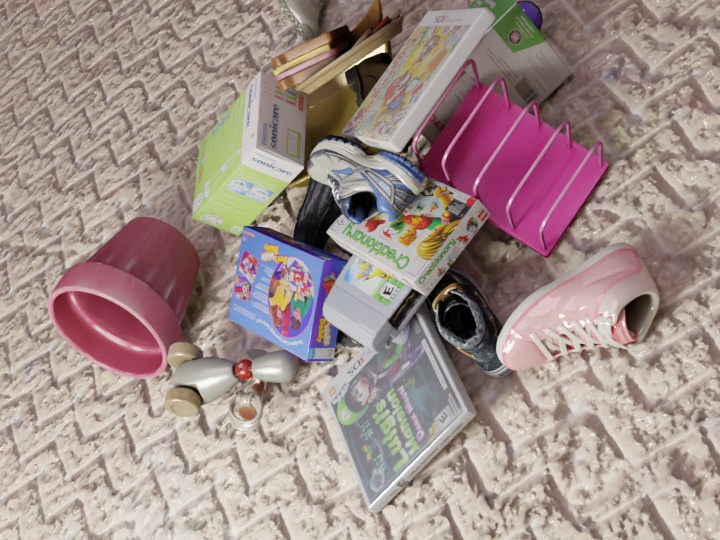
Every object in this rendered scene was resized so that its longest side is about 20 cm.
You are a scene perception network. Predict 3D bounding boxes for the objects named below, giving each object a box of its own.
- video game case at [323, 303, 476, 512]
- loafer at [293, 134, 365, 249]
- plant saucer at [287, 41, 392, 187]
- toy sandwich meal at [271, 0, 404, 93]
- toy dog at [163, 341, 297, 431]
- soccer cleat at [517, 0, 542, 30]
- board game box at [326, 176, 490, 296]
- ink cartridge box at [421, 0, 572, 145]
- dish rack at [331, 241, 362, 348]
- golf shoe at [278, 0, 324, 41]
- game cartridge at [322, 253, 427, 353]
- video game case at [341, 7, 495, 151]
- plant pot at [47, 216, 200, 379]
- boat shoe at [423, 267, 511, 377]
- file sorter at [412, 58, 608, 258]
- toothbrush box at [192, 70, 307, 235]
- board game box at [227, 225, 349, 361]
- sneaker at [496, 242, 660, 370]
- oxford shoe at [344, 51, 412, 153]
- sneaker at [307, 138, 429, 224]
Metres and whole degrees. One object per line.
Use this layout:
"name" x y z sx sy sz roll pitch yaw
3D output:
"video game case" 0.042 0.159 1.566 0.182 0.023 0.201 -48 41 21
"loafer" -0.045 -0.086 1.788 0.070 0.068 0.203 16 91 12
"plant saucer" -0.021 -0.225 1.894 0.198 0.048 0.202 -25 48 25
"toy sandwich meal" -0.031 -0.319 1.822 0.204 0.071 0.205 -33 8 5
"toy dog" -0.175 0.156 1.750 0.198 0.096 0.133 13 67 29
"soccer cleat" 0.161 -0.293 1.754 0.199 0.069 0.073 -33 1 23
"board game box" 0.056 -0.057 1.585 0.127 0.035 0.199 -52 38 -7
"ink cartridge box" 0.154 -0.247 1.686 0.200 0.146 0.085 -43 38 7
"dish rack" 0.000 0.000 1.716 0.153 0.054 0.201 30 83 48
"golf shoe" -0.085 -0.455 2.092 0.096 0.078 0.201 -28 48 14
"game cartridge" 0.042 -0.001 1.605 0.201 0.040 0.133 -52 35 -7
"video game case" 0.067 -0.238 1.591 0.201 0.023 0.182 -55 21 -4
"plant pot" -0.330 0.029 1.892 0.198 0.201 0.180 -6 42 37
"boat shoe" 0.116 0.042 1.559 0.071 0.091 0.200 -45 42 5
"file sorter" 0.178 -0.139 1.545 0.199 0.125 0.140 34 85 16
"toothbrush box" -0.164 -0.170 1.901 0.200 0.085 0.147 -43 37 45
"board game box" -0.100 0.028 1.737 0.199 0.044 0.136 23 106 50
"sneaker" 0.247 0.061 1.445 0.199 0.075 0.105 -38 38 8
"oxford shoe" 0.039 -0.238 1.764 0.084 0.073 0.201 -34 45 14
"sneaker" -0.009 -0.106 1.602 0.199 0.077 0.086 14 70 49
